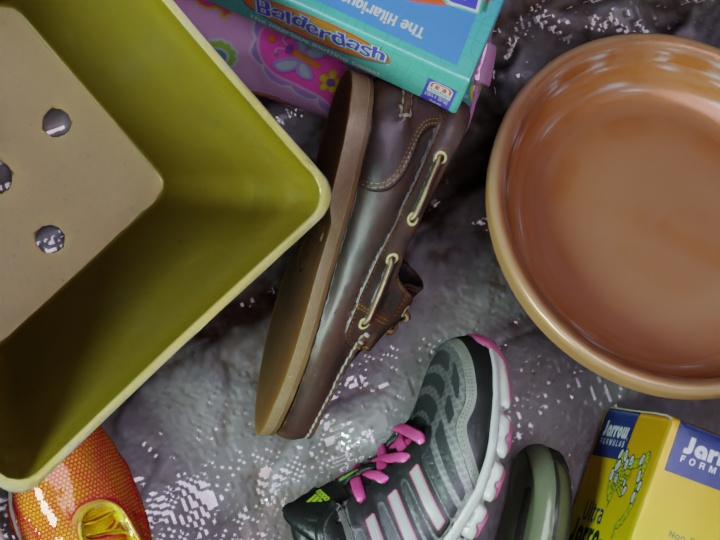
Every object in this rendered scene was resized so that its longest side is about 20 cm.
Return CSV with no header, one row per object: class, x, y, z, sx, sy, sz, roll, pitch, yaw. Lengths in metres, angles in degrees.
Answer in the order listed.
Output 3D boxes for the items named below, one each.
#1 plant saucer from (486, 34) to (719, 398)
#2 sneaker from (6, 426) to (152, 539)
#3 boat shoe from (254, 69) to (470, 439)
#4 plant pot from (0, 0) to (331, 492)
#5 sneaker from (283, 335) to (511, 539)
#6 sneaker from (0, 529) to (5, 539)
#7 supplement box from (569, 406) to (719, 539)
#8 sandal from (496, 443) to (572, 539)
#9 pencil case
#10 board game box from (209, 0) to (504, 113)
plant saucer,0.158,-0.026,1.202,0.198,0.037,0.202,6,66,-13
sneaker,-0.117,0.157,1.152,0.073,0.077,0.202,-25,99,-34
boat shoe,0.000,0.000,1.162,0.070,0.071,0.201,12,115,-16
plant pot,-0.165,-0.044,1.095,0.200,0.176,0.200,-43,102,-9
sneaker,0.009,0.120,1.178,0.087,0.074,0.201,23,89,-17
sneaker,-0.232,0.133,1.135,0.111,0.073,0.201,-23,96,-13
supplement box,0.159,0.184,1.199,0.108,0.109,0.202,20,85,-11
sandal,0.062,0.187,1.197,0.057,0.080,0.203,14,77,-16
pencil case,-0.031,-0.126,1.175,0.198,0.087,0.088,16,86,-12
board game box,0.018,-0.198,1.129,0.151,0.045,0.201,23,72,-1
